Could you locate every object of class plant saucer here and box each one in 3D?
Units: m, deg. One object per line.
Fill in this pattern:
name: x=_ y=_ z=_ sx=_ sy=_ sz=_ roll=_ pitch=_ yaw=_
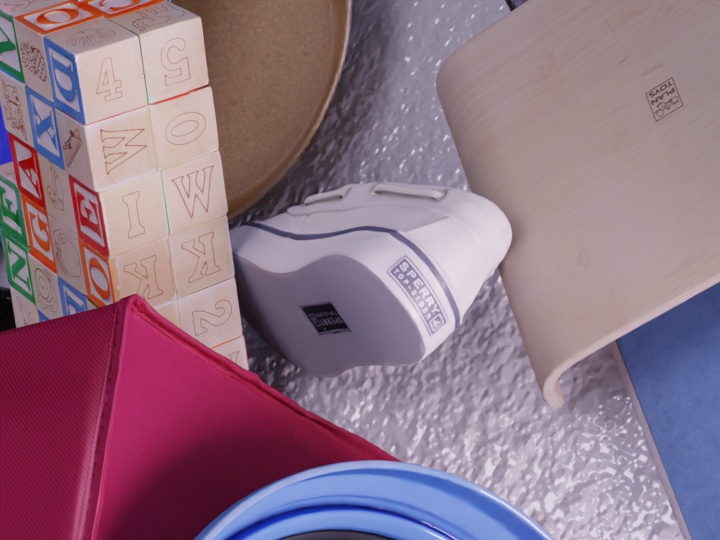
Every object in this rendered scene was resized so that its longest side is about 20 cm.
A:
plant saucer: x=-0.083 y=-0.104 z=0.959 sx=0.198 sy=0.035 sz=0.202 roll=-9 pitch=72 yaw=28

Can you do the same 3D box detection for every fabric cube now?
fabric cube: x=-0.107 y=0.151 z=0.731 sx=0.198 sy=0.200 sz=0.198 roll=-13 pitch=56 yaw=36

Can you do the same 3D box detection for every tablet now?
tablet: x=0.147 y=0.001 z=0.730 sx=0.130 sy=0.014 sz=0.201 roll=-35 pitch=46 yaw=21

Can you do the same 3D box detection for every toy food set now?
toy food set: x=0.127 y=-0.054 z=0.741 sx=0.199 sy=0.060 sz=0.145 roll=-32 pitch=59 yaw=26

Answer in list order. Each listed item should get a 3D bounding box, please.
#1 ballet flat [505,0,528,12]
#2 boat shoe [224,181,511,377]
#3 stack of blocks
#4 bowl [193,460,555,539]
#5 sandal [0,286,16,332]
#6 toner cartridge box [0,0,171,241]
ballet flat: x=0.068 y=-0.178 z=0.852 sx=0.072 sy=0.072 sz=0.202 roll=-27 pitch=67 yaw=27
boat shoe: x=0.000 y=0.000 z=0.811 sx=0.065 sy=0.074 sz=0.200 roll=-40 pitch=19 yaw=-19
stack of blocks: x=-0.107 y=-0.021 z=0.844 sx=0.058 sy=0.202 sz=0.115 roll=-21 pitch=31 yaw=-28
bowl: x=0.009 y=0.162 z=0.630 sx=0.039 sy=0.199 sz=0.202 roll=-33 pitch=43 yaw=52
sandal: x=-0.195 y=0.040 z=0.990 sx=0.199 sy=0.045 sz=0.076 roll=-33 pitch=47 yaw=23
toner cartridge box: x=-0.146 y=-0.112 z=0.952 sx=0.094 sy=0.043 sz=0.202 roll=10 pitch=81 yaw=33
